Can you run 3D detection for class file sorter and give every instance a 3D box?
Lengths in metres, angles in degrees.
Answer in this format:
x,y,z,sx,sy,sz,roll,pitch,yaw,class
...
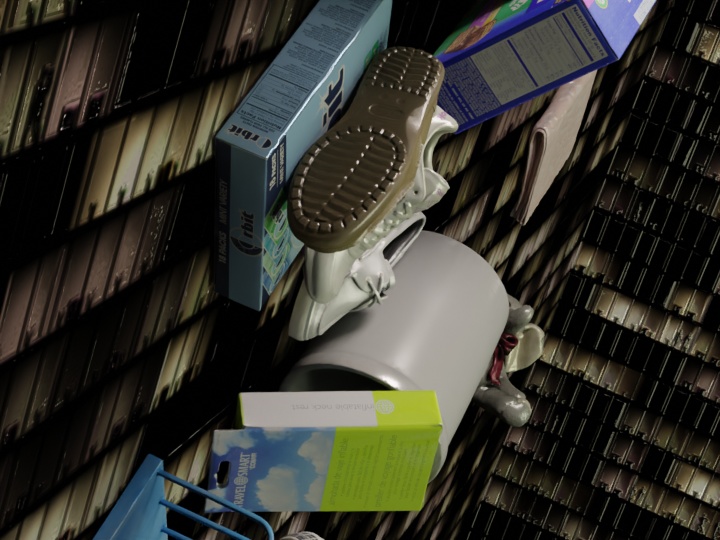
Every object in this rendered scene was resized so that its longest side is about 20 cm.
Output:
x,y,z,sx,sy,sz,roll,pitch,yaw,class
-0.144,0.267,1.339,0.200,0.122,0.139,95,21,-54,file sorter

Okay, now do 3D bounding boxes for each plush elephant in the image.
x,y,z,sx,sy,sz,roll,pitch,yaw,class
0.169,0.091,2.266,0.155,0.165,0.200,-51,-166,-8,plush elephant

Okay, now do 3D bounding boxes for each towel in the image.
x,y,z,sx,sy,sz,roll,pitch,yaw,class
0.277,-0.190,2.489,0.200,0.032,0.191,-55,164,-41,towel

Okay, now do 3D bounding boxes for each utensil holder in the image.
x,y,z,sx,sy,sz,roll,pitch,yaw,class
0.036,0.083,1.666,0.170,0.170,0.200,100,16,-48,utensil holder

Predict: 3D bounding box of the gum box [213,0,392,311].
x,y,z,sx,sy,sz,roll,pitch,yaw,class
-0.043,-0.097,1.280,0.200,0.044,0.170,-56,164,-36,gum box

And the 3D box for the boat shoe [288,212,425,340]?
x,y,z,sx,sy,sz,roll,pitch,yaw,class
0.000,0.000,1.578,0.200,0.068,0.072,-52,161,-49,boat shoe

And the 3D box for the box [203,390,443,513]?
x,y,z,sx,sy,sz,roll,pitch,yaw,class
-0.036,0.162,1.529,0.048,0.200,0.122,-100,-166,-44,box

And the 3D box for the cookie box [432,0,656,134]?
x,y,z,sx,sy,sz,roll,pitch,yaw,class
0.174,-0.231,1.628,0.200,0.075,0.171,-22,-158,40,cookie box

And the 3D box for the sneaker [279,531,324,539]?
x,y,z,sx,sy,sz,roll,pitch,yaw,class
-0.073,0.283,1.249,0.200,0.076,0.081,-69,157,-11,sneaker

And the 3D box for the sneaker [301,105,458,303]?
x,y,z,sx,sy,sz,roll,pitch,yaw,class
0.015,-0.058,1.467,0.200,0.099,0.075,-67,170,7,sneaker

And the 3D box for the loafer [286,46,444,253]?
x,y,z,sx,sy,sz,roll,pitch,yaw,class
0.010,-0.078,1.253,0.200,0.076,0.068,-57,157,-36,loafer
